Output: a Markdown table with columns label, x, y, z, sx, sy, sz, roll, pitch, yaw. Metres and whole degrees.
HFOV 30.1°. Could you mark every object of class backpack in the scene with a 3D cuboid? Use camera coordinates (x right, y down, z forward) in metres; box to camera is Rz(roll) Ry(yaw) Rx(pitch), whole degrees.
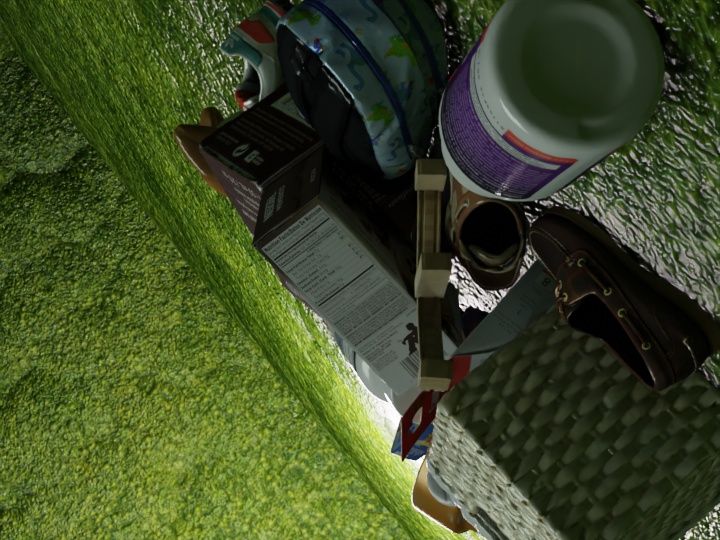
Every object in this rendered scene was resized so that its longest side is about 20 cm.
| label | x | y | z | sx | sy | sz | roll | pitch | yaw |
| --- | --- | --- | --- | --- | --- | --- | --- | --- | --- |
| backpack | 0.000 | -0.167 | 1.111 | 0.163 | 0.154 | 0.200 | 54 | -170 | 15 |

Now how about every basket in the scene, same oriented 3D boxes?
| label | x | y | z | sx | sy | sz | roll | pitch | yaw |
| --- | --- | --- | --- | --- | --- | --- | --- | --- | --- |
| basket | 0.184 | 0.149 | 1.120 | 0.198 | 0.200 | 0.161 | 47 | 165 | 25 |

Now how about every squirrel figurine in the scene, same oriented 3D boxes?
| label | x | y | z | sx | sy | sz | roll | pitch | yaw |
| --- | --- | --- | --- | --- | --- | --- | --- | --- | --- |
| squirrel figurine | -0.130 | -0.128 | 1.691 | 0.200 | 0.141 | 0.187 | 57 | 174 | -4 |

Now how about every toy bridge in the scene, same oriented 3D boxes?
| label | x | y | z | sx | sy | sz | roll | pitch | yaw |
| --- | --- | --- | --- | --- | --- | --- | --- | --- | --- |
| toy bridge | 0.059 | 0.005 | 1.110 | 0.067 | 0.027 | 0.201 | 96 | 175 | -67 |

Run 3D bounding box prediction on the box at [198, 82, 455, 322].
| label | x | y | z | sx | sy | sz | roll | pitch | yaw |
| --- | --- | --- | --- | --- | --- | --- | --- | --- | --- |
| box | -0.028 | -0.077 | 1.362 | 0.166 | 0.164 | 0.200 | 34 | 157 | 56 |

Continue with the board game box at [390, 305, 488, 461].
| label | x | y | z | sx | sy | sz | roll | pitch | yaw |
| --- | --- | --- | --- | --- | --- | --- | --- | --- | --- |
| board game box | 0.090 | 0.132 | 1.507 | 0.034 | 0.136 | 0.200 | 20 | 160 | -7 |

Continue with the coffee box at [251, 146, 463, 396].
| label | x | y | z | sx | sy | sz | roll | pitch | yaw |
| --- | --- | --- | --- | --- | --- | --- | --- | --- | --- |
| coffee box | 0.000 | 0.000 | 1.206 | 0.200 | 0.080 | 0.113 | 47 | -161 | -19 |

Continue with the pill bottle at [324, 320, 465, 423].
| label | x | y | z | sx | sy | sz | roll | pitch | yaw |
| --- | --- | --- | --- | --- | --- | --- | --- | --- | --- |
| pill bottle | 0.042 | 0.071 | 1.400 | 0.120 | 0.119 | 0.200 | 61 | 176 | -31 |

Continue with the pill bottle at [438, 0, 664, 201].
| label | x | y | z | sx | sy | sz | roll | pitch | yaw |
| --- | --- | --- | --- | --- | --- | --- | --- | --- | --- |
| pill bottle | 0.113 | -0.107 | 0.876 | 0.112 | 0.111 | 0.200 | 53 | 168 | 2 |

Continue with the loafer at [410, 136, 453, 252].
| label | x | y | z | sx | sy | sz | roll | pitch | yaw |
| --- | --- | --- | --- | --- | --- | --- | --- | --- | --- |
| loafer | 0.081 | -0.065 | 1.205 | 0.073 | 0.072 | 0.200 | 50 | 167 | 22 |

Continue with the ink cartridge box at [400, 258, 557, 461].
| label | x | y | z | sx | sy | sz | roll | pitch | yaw |
| --- | --- | --- | --- | --- | --- | --- | --- | --- | --- |
| ink cartridge box | 0.116 | 0.091 | 1.203 | 0.050 | 0.200 | 0.162 | 36 | 164 | 14 |

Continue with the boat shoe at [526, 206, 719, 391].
| label | x | y | z | sx | sy | sz | roll | pitch | yaw |
| --- | --- | --- | --- | --- | --- | --- | --- | --- | --- |
| boat shoe | 0.189 | 0.019 | 1.047 | 0.200 | 0.070 | 0.070 | 43 | 165 | 45 |

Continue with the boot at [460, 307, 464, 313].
| label | x | y | z | sx | sy | sz | roll | pitch | yaw |
| --- | --- | --- | --- | --- | --- | --- | --- | --- | --- |
| boot | 0.047 | 0.008 | 1.532 | 0.200 | 0.074 | 0.075 | 40 | 162 | -25 |

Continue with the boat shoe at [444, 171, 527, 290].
| label | x | y | z | sx | sy | sz | roll | pitch | yaw |
| --- | --- | --- | --- | --- | --- | --- | --- | --- | --- |
| boat shoe | 0.107 | -0.032 | 1.142 | 0.200 | 0.075 | 0.072 | 71 | -165 | -57 |

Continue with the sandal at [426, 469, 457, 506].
| label | x | y | z | sx | sy | sz | roll | pitch | yaw |
| --- | --- | --- | --- | --- | --- | --- | --- | --- | --- |
| sandal | 0.150 | 0.157 | 1.245 | 0.079 | 0.206 | 0.059 | 53 | 166 | 30 |

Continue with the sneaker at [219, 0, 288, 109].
| label | x | y | z | sx | sy | sz | roll | pitch | yaw |
| --- | --- | --- | --- | --- | --- | --- | --- | --- | --- |
| sneaker | -0.087 | -0.190 | 1.438 | 0.070 | 0.093 | 0.200 | 41 | 163 | 46 |

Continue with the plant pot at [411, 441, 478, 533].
| label | x | y | z | sx | sy | sz | roll | pitch | yaw |
| --- | --- | --- | --- | --- | --- | --- | --- | --- | --- |
| plant pot | 0.182 | 0.205 | 1.353 | 0.183 | 0.200 | 0.200 | 32 | 161 | 19 |
